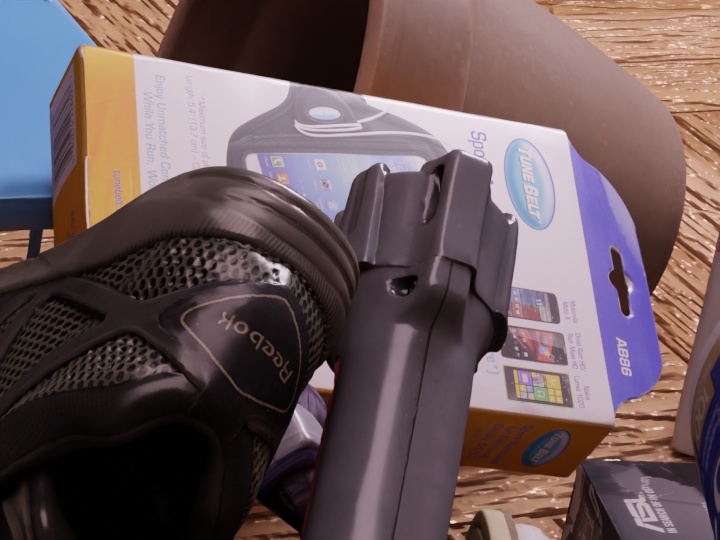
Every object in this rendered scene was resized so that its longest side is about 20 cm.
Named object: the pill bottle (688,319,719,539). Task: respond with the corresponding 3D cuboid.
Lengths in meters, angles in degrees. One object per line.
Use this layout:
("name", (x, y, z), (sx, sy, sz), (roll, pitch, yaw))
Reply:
("pill bottle", (0.162, 0.083, 0.723), (0.119, 0.120, 0.200), (8, 26, -4))

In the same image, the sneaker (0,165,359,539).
("sneaker", (-0.090, 0.056, 0.656), (0.076, 0.199, 0.114), (44, 45, -22))

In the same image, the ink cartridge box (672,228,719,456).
("ink cartridge box", (0.196, -0.016, 0.965), (0.116, 0.201, 0.067), (16, 26, 12))

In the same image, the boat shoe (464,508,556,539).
("boat shoe", (0.067, 0.147, 0.734), (0.068, 0.075, 0.200), (6, 36, -12))

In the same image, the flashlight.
("flashlight", (-0.001, 0.067, 0.649), (0.067, 0.068, 0.201), (-7, 48, 21))

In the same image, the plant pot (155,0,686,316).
("plant pot", (0.026, -0.043, 1.007), (0.174, 0.201, 0.200), (17, 20, -29))

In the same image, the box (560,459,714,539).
("box", (0.164, 0.133, 0.817), (0.157, 0.050, 0.200), (3, 27, -14))

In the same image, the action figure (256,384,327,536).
("action figure", (-0.002, 0.108, 0.700), (0.130, 0.069, 0.200), (-31, 49, -5))

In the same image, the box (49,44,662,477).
("box", (0.000, 0.000, 0.833), (0.199, 0.041, 0.119), (10, 54, -23))

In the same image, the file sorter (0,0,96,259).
("file sorter", (-0.158, -0.016, 0.926), (0.138, 0.123, 0.200), (-3, 28, -26))
